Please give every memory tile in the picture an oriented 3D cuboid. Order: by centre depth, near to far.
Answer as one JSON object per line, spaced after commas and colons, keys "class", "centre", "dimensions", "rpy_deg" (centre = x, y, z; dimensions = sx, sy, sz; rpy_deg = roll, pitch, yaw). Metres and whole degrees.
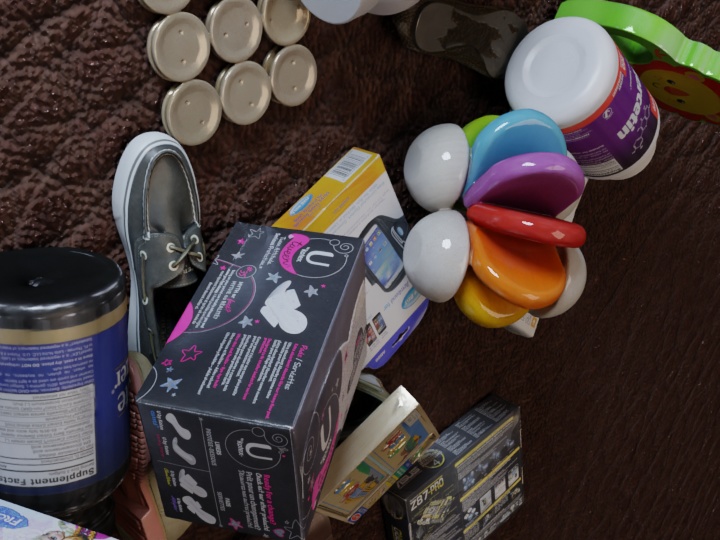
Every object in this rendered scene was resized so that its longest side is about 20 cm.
{"class": "memory tile", "centre": [-0.101, -0.205, 0.701], "dimensions": [0.153, 0.017, 0.202], "rpy_deg": [-30, 126, -34]}

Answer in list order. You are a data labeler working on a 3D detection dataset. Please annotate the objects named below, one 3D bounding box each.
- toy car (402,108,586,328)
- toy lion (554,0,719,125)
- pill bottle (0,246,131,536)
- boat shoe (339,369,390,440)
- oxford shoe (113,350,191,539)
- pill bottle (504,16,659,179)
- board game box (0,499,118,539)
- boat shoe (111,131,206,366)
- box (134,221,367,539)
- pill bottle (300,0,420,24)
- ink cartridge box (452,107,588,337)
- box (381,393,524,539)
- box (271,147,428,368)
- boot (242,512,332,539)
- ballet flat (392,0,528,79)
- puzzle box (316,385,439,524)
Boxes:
{"class": "toy car", "centre": [0.138, -0.055, 0.845], "dimensions": [0.173, 0.150, 0.202], "rpy_deg": [8, 73, -21]}
{"class": "toy lion", "centre": [0.315, -0.217, 0.992], "dimensions": [0.199, 0.191, 0.069], "rpy_deg": [30, 85, -47]}
{"class": "pill bottle", "centre": [-0.215, 0.095, 0.644], "dimensions": [0.111, 0.111, 0.202], "rpy_deg": [-15, 118, -41]}
{"class": "boat shoe", "centre": [-0.047, 0.119, 0.858], "dimensions": [0.199, 0.068, 0.076], "rpy_deg": [-2, 108, -45]}
{"class": "oxford shoe", "centre": [-0.167, 0.138, 0.750], "dimensions": [0.074, 0.070, 0.202], "rpy_deg": [-30, 136, -39]}
{"class": "pill bottle", "centre": [0.233, -0.163, 0.952], "dimensions": [0.199, 0.112, 0.113], "rpy_deg": [26, 88, -52]}
{"class": "board game box", "centre": [-0.256, 0.240, 0.604], "dimensions": [0.041, 0.198, 0.202], "rpy_deg": [-35, 135, -67]}
{"class": "boat shoe", "centre": [-0.143, -0.003, 0.715], "dimensions": [0.068, 0.056, 0.202], "rpy_deg": [-18, 119, -40]}
{"class": "box", "centre": [-0.068, 0.079, 0.710], "dimensions": [0.201, 0.114, 0.133], "rpy_deg": [-68, 161, -48]}
{"class": "pill bottle", "centre": [0.037, -0.272, 0.736], "dimensions": [0.200, 0.112, 0.114], "rpy_deg": [-38, 131, -31]}
{"class": "ink cartridge box", "centre": [0.163, -0.051, 1.014], "dimensions": [0.198, 0.043, 0.202], "rpy_deg": [30, 78, -48]}
{"class": "box", "centre": [0.114, 0.264, 1.102], "dimensions": [0.199, 0.049, 0.162], "rpy_deg": [-32, 129, -33]}
{"class": "box", "centre": [0.000, 0.000, 0.878], "dimensions": [0.119, 0.041, 0.201], "rpy_deg": [-46, 136, -22]}
{"class": "boot", "centre": [-0.092, 0.329, 0.915], "dimensions": [0.200, 0.064, 0.188], "rpy_deg": [-36, 132, -36]}
{"class": "ballet flat", "centre": [0.095, -0.221, 0.881], "dimensions": [0.199, 0.046, 0.068], "rpy_deg": [-6, 114, -49]}
{"class": "puzzle box", "centre": [0.013, 0.183, 0.901], "dimensions": [0.133, 0.025, 0.200], "rpy_deg": [-44, 160, -5]}
